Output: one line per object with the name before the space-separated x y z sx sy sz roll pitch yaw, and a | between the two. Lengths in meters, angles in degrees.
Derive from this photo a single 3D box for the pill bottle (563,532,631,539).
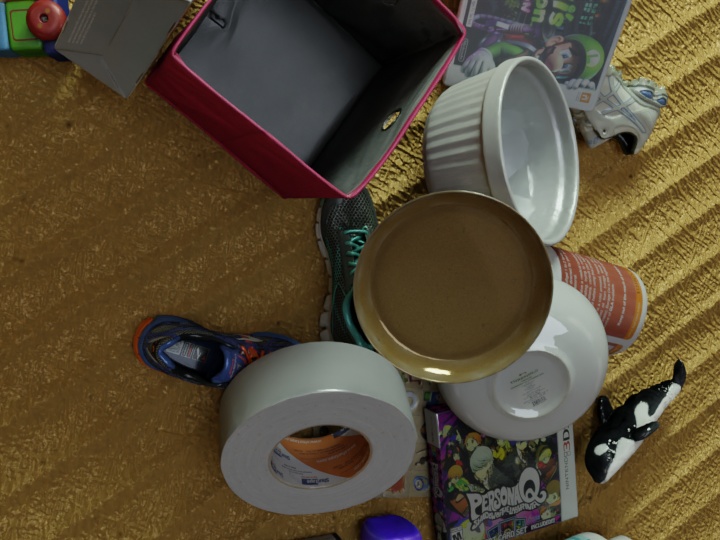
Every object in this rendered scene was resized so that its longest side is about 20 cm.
pill bottle | 0.262 0.400 0.970 0.198 0.111 0.112 -13 100 -21

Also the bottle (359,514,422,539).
bottle | 0.034 0.392 0.893 0.065 0.083 0.202 -1 96 -22

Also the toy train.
toy train | -0.324 -0.291 0.692 0.115 0.085 0.202 -6 97 -8

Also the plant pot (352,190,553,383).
plant pot | 0.092 0.016 0.777 0.198 0.028 0.202 1 108 3

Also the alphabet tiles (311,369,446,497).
alphabet tiles | 0.036 0.187 0.916 0.198 0.006 0.168 6 93 -22

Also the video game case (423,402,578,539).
video game case | 0.178 0.240 0.957 0.198 0.036 0.183 -8 97 -23

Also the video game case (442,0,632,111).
video game case | 0.198 -0.284 0.844 0.180 0.023 0.201 9 124 -2

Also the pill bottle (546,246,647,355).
pill bottle | 0.231 0.029 0.922 0.198 0.112 0.113 14 90 -23

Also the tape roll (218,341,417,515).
tape roll | -0.044 0.166 0.790 0.198 0.066 0.201 -5 131 -6

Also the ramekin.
ramekin | 0.153 -0.121 0.844 0.199 0.104 0.202 8 80 -51

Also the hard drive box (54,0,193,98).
hard drive box | -0.167 -0.275 0.672 0.077 0.156 0.201 33 57 -21

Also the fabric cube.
fabric cube | -0.061 -0.199 0.737 0.200 0.199 0.197 38 80 -20

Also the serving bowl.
serving bowl | 0.180 0.109 0.849 0.198 0.066 0.202 -1 114 -2

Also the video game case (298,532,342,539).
video game case | -0.106 0.410 0.869 0.179 0.025 0.202 -3 96 -22

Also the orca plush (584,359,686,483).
orca plush | 0.347 0.183 1.007 0.200 0.105 0.071 -43 77 -10

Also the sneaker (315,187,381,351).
sneaker | 0.000 0.000 0.837 0.077 0.091 0.202 -7 97 -22

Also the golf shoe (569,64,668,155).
golf shoe | 0.285 -0.201 0.945 0.198 0.078 0.098 13 96 -21

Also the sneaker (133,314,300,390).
sneaker | -0.133 0.098 0.800 0.198 0.078 0.076 10 92 -22
